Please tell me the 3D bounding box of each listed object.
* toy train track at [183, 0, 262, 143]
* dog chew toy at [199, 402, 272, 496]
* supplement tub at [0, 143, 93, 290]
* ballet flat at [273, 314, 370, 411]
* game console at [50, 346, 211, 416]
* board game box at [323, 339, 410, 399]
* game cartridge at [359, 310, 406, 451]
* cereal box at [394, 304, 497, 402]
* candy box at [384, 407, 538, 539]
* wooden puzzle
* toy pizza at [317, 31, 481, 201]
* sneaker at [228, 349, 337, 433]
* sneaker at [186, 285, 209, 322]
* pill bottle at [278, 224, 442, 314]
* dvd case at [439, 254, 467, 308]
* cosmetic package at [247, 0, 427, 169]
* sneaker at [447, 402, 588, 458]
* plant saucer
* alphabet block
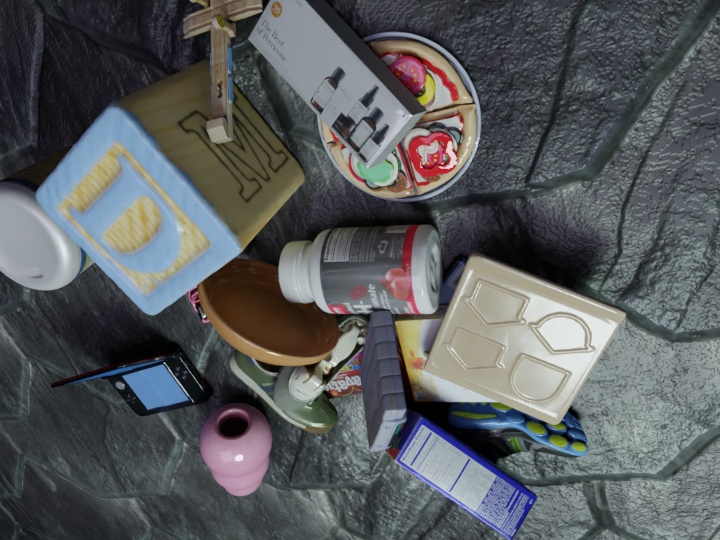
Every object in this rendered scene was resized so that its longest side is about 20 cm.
[{"bbox_3d":[-0.160,-0.243,0.641,0.113,0.032,0.203,-5,85,28],"label":"toy train track"},{"bbox_3d":[-0.216,0.328,1.041,0.123,0.125,0.202,14,132,11],"label":"dog chew toy"},{"bbox_3d":[-0.384,-0.083,0.785,0.143,0.201,0.146,9,123,14],"label":"supplement tub"},{"bbox_3d":[-0.056,0.132,0.842,0.067,0.064,0.200,40,97,-16],"label":"ballet flat"},{"bbox_3d":[-0.396,0.211,1.027,0.198,0.119,0.174,-17,114,28],"label":"game console"},{"bbox_3d":[-0.022,0.149,0.917,0.198,0.020,0.104,-17,115,28],"label":"board game box"},{"bbox_3d":[0.027,0.154,0.771,0.038,0.131,0.201,-8,152,-9],"label":"game cartridge"},{"bbox_3d":[0.157,0.113,0.794,0.198,0.040,0.145,-5,118,22],"label":"cereal box"},{"bbox_3d":[0.130,0.284,0.860,0.199,0.169,0.077,35,81,-3],"label":"candy box"},{"bbox_3d":[0.191,0.082,0.718,0.183,0.046,0.202,22,126,7],"label":"wooden puzzle"},{"bbox_3d":[0.040,-0.169,0.685,0.198,0.032,0.202,9,124,14],"label":"toy pizza"},{"bbox_3d":[-0.109,0.169,0.906,0.199,0.067,0.090,37,131,-1],"label":"sneaker"},{"bbox_3d":[-0.223,0.031,0.867,0.199,0.096,0.079,30,128,1],"label":"sneaker"},{"bbox_3d":[0.000,0.000,0.758,0.197,0.111,0.112,-1,121,20],"label":"pill bottle"},{"bbox_3d":[0.177,0.082,0.805,0.199,0.018,0.143,32,126,-3],"label":"dvd case"},{"bbox_3d":[-0.027,-0.214,0.640,0.200,0.051,0.083,47,122,4],"label":"cosmetic package"},{"bbox_3d":[0.227,0.232,0.859,0.197,0.071,0.083,5,135,19],"label":"sneaker"},{"bbox_3d":[-0.122,0.057,0.780,0.199,0.200,0.038,30,113,-1],"label":"plant saucer"},{"bbox_3d":[-0.219,-0.103,0.715,0.194,0.201,0.197,-29,109,32],"label":"alphabet block"}]
